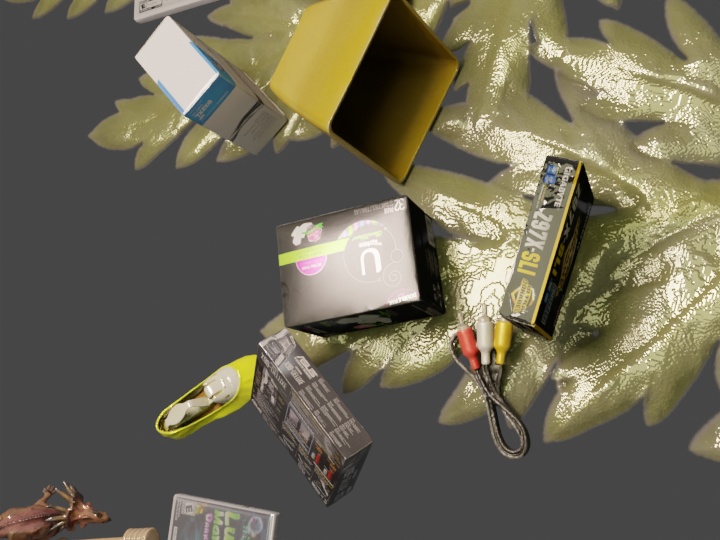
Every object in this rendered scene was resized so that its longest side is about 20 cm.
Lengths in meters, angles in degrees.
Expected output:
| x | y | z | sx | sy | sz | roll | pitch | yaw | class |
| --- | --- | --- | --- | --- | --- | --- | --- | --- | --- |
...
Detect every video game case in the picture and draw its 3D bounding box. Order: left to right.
| x | y | z | sx | sy | sz | roll | pitch | yaw | class |
| --- | --- | --- | --- | --- | --- | --- | --- | --- | --- |
| -0.318 | -0.550 | 1.380 | 0.198 | 0.022 | 0.185 | -8 | 77 | 22 | video game case |
| -0.211 | 0.444 | 1.133 | 0.180 | 0.023 | 0.203 | 3 | 80 | 23 | video game case |

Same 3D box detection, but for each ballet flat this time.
| x | y | z | sx | sy | sz | roll | pitch | yaw | class |
| --- | --- | --- | --- | --- | --- | --- | --- | --- | --- |
| -0.229 | 0.194 | 1.167 | 0.199 | 0.067 | 0.067 | -35 | 68 | 13 | ballet flat |

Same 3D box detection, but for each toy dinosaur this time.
| x | y | z | sx | sy | sz | roll | pitch | yaw | class |
| --- | --- | --- | --- | --- | --- | --- | --- | --- | --- |
| -0.504 | 0.388 | 1.194 | 0.135 | 0.199 | 0.087 | -27 | 81 | 48 | toy dinosaur |

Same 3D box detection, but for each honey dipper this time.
| x | y | z | sx | sy | sz | roll | pitch | yaw | class |
| --- | --- | --- | --- | --- | --- | --- | --- | --- | --- |
| -0.405 | 0.427 | 1.213 | 0.198 | 0.038 | 0.038 | -11 | 75 | 23 | honey dipper |

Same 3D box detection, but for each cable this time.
| x | y | z | sx | sy | sz | roll | pitch | yaw | class |
| --- | --- | --- | --- | --- | --- | --- | --- | --- | --- |
| 0.165 | 0.147 | 1.015 | 0.096 | 0.050 | 0.203 | -12 | 74 | 22 | cable |

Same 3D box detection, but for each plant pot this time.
| x | y | z | sx | sy | sz | roll | pitch | yaw | class |
| --- | --- | --- | --- | --- | --- | --- | --- | --- | --- |
| -0.009 | -0.273 | 1.106 | 0.175 | 0.199 | 0.202 | 27 | 90 | 36 | plant pot |

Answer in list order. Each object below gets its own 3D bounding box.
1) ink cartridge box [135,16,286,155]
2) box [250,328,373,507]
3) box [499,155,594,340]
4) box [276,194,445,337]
| x | y | z | sx | sy | sz | roll | pitch | yaw | class |
| --- | --- | --- | --- | --- | --- | --- | --- | --- | --- |
| -0.224 | -0.277 | 1.187 | 0.084 | 0.200 | 0.145 | -47 | 66 | 10 | ink cartridge box |
| -0.074 | 0.202 | 1.054 | 0.049 | 0.159 | 0.200 | -27 | 62 | -30 | box |
| 0.235 | -0.023 | 0.960 | 0.049 | 0.159 | 0.202 | 16 | 85 | 25 | box |
| 0.000 | 0.000 | 1.077 | 0.198 | 0.124 | 0.150 | -12 | 74 | 19 | box |
